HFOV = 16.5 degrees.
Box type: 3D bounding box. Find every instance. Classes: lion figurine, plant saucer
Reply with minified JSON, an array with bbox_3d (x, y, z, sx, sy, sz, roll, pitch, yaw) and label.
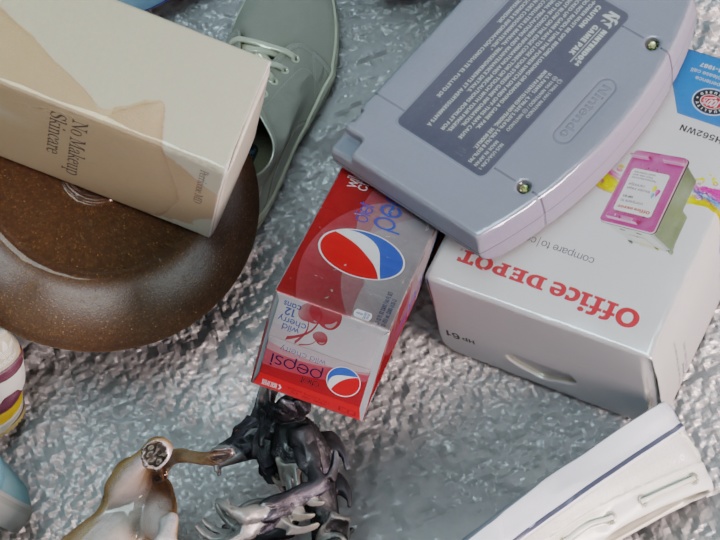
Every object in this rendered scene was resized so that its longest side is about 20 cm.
[{"bbox_3d":[-0.150,0.157,1.361,0.200,0.122,0.073,-38,95,-4],"label":"lion figurine"},{"bbox_3d":[-0.155,-0.052,1.443,0.199,0.037,0.202,4,65,-9],"label":"plant saucer"}]

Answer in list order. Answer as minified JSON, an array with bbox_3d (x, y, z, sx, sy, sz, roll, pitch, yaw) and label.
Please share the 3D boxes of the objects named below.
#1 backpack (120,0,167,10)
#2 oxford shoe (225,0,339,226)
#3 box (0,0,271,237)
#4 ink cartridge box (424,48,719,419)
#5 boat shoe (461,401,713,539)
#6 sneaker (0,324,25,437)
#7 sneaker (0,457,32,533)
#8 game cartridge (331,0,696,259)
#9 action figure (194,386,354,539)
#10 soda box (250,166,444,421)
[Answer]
[{"bbox_3d":[-0.163,-0.273,1.603,0.182,0.135,0.200,-29,63,-6],"label":"backpack"},{"bbox_3d":[-0.062,-0.115,1.538,0.075,0.058,0.201,9,62,17],"label":"oxford shoe"},{"bbox_3d":[-0.158,-0.103,1.395,0.199,0.095,0.078,21,64,1],"label":"box"},{"bbox_3d":[0.145,-0.032,1.437,0.144,0.085,0.201,19,67,20],"label":"ink cartridge box"},{"bbox_3d":[0.113,0.157,1.342,0.201,0.075,0.086,-31,81,-27],"label":"boat shoe"},{"bbox_3d":[-0.280,0.020,1.474,0.199,0.090,0.075,26,47,18],"label":"sneaker"},{"bbox_3d":[-0.238,0.064,1.386,0.082,0.200,0.074,-45,29,-9],"label":"sneaker"},{"bbox_3d":[0.095,-0.102,1.417,0.133,0.042,0.200,36,71,23],"label":"game cartridge"},{"bbox_3d":[-0.047,0.146,1.356,0.101,0.119,0.201,-14,65,-8],"label":"action figure"},{"bbox_3d":[0.000,0.000,1.398,0.070,0.064,0.200,19,31,5],"label":"soda box"}]
